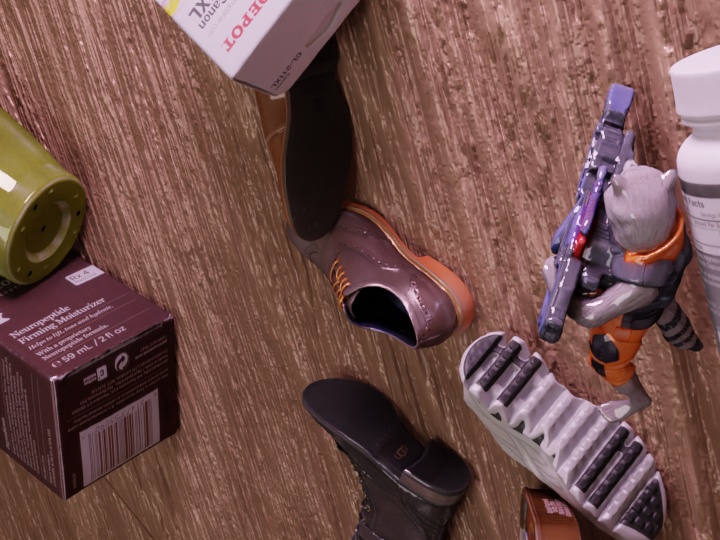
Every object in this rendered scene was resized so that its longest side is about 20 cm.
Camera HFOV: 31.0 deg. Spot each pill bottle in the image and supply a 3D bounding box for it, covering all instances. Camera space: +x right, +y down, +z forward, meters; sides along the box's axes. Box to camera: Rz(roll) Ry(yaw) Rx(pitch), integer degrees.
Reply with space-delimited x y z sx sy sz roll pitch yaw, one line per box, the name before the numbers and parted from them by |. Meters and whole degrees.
pill bottle | 0.253 -0.035 0.775 0.113 0.113 0.203 -2 110 47

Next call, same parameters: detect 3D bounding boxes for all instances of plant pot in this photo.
plant pot | -0.409 -0.084 1.411 0.191 0.200 0.202 29 131 17

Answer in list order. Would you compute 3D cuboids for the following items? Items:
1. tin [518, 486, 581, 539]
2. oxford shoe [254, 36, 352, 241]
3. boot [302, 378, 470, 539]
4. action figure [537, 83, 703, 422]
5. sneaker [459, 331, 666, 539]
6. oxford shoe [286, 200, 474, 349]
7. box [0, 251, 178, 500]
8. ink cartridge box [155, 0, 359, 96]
tin | 0.145 0.236 1.002 0.041 0.200 0.114 5 95 3
oxford shoe | -0.055 -0.127 1.090 0.071 0.071 0.203 7 104 49
boot | 0.011 0.213 1.205 0.199 0.069 0.176 35 133 25
action figure | 0.183 -0.017 0.848 0.103 0.202 0.194 13 156 16
sneaker | 0.156 0.136 1.018 0.200 0.075 0.081 45 157 16
oxford shoe | 0.000 0.000 1.094 0.199 0.072 0.072 30 131 32
box | -0.325 0.108 1.427 0.199 0.165 0.166 28 130 33
ink cartridge box | -0.099 -0.258 1.003 0.200 0.083 0.146 46 104 18
